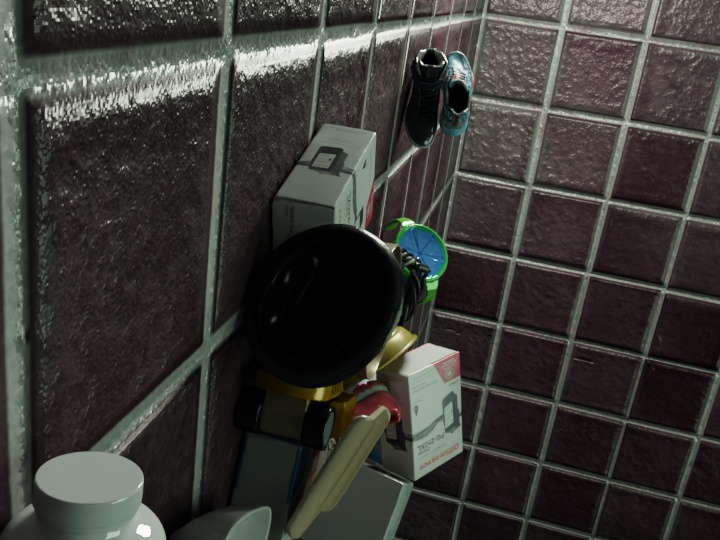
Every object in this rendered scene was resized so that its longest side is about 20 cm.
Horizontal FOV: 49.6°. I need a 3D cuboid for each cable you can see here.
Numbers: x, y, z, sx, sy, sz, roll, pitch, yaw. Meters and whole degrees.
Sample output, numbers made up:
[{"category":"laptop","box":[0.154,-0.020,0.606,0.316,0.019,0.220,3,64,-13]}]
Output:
[{"category":"cable","box":[0.058,0.053,1.616,0.163,0.051,0.200,29,100,-46]}]

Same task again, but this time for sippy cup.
[{"category":"sippy cup","box":[0.107,-0.018,1.759,0.130,0.139,0.179,-40,-147,56]}]

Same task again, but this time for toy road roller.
[{"category":"toy road roller","box":[-0.073,0.146,1.039,0.200,0.122,0.147,17,85,-80]}]

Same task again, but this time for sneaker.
[{"category":"sneaker","box":[0.140,-0.376,1.670,0.146,0.076,0.204,107,-13,-82]},{"category":"sneaker","box":[0.216,-0.399,1.695,0.096,0.079,0.201,101,-9,-71]},{"category":"sneaker","box":[-0.018,0.255,1.272,0.200,0.087,0.074,-28,139,-25]}]

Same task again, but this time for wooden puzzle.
[{"category":"wooden puzzle","box":[-0.030,0.272,1.090,0.186,0.037,0.200,-58,166,0]}]

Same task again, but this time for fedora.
[{"category":"fedora","box":[-0.038,0.047,0.933,0.092,0.199,0.202,61,43,-70]}]

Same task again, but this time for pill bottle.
[{"category":"pill bottle","box":[-0.194,0.231,0.534,0.111,0.110,0.201,-40,140,-73]}]

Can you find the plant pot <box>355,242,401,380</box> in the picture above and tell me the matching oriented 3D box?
[{"category":"plant pot","box":[-0.027,0.046,1.141,0.200,0.134,0.201,13,90,-79]}]

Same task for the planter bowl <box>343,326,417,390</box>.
[{"category":"planter bowl","box":[-0.005,0.136,1.387,0.084,0.200,0.200,58,17,-3]}]

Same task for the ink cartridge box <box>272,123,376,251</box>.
[{"category":"ink cartridge box","box":[-0.045,-0.082,1.041,0.200,0.083,0.146,-66,164,-49]}]

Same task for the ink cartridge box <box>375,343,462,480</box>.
[{"category":"ink cartridge box","box":[0.108,0.252,1.401,0.144,0.084,0.201,-18,110,-42]}]

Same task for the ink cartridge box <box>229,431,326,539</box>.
[{"category":"ink cartridge box","box":[-0.110,0.290,1.112,0.200,0.084,0.145,3,99,-81]}]

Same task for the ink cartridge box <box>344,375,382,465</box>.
[{"category":"ink cartridge box","box":[0.025,0.279,1.535,0.125,0.199,0.129,2,102,-47]}]

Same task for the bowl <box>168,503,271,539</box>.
[{"category":"bowl","box":[-0.175,0.363,0.878,0.200,0.074,0.201,49,53,-77]}]

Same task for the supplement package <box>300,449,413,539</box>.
[{"category":"supplement package","box":[-0.026,0.402,1.356,0.200,0.190,0.148,61,50,-74]}]
